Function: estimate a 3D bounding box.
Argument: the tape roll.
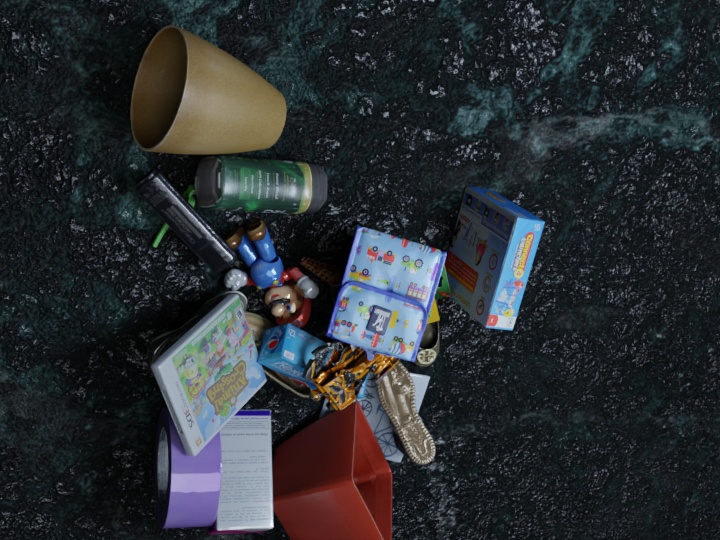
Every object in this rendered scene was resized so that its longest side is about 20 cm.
[{"bbox_3d":[-0.295,0.332,1.605,0.084,0.200,0.201,4,108,-19],"label":"tape roll"}]

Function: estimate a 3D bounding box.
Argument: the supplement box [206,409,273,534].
[{"bbox_3d":[-0.210,0.350,1.640,0.103,0.101,0.201,2,70,-19],"label":"supplement box"}]

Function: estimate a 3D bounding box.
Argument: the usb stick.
[{"bbox_3d":[-0.277,-0.076,1.514,0.055,0.033,0.200,-29,116,26],"label":"usb stick"}]

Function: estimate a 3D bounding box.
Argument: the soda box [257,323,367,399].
[{"bbox_3d":[-0.079,0.163,1.642,0.200,0.068,0.064,32,57,-36],"label":"soda box"}]

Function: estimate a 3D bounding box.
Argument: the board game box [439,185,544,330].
[{"bbox_3d":[0.223,-0.025,1.648,0.056,0.200,0.197,7,108,-22],"label":"board game box"}]

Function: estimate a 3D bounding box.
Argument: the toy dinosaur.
[{"bbox_3d":[0.000,0.000,1.646,0.199,0.102,0.136,-7,131,-39],"label":"toy dinosaur"}]

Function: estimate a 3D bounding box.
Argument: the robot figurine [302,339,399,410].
[{"bbox_3d":[-0.005,0.151,1.588,0.200,0.058,0.145,-43,132,-10],"label":"robot figurine"}]

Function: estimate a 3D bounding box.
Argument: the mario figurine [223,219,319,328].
[{"bbox_3d":[-0.151,0.020,1.584,0.106,0.123,0.201,-41,114,-24],"label":"mario figurine"}]

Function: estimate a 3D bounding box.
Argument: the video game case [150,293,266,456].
[{"bbox_3d":[-0.237,0.166,1.524,0.200,0.022,0.183,-46,132,-42],"label":"video game case"}]

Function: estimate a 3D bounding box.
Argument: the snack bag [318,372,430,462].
[{"bbox_3d":[0.015,0.266,1.785,0.199,0.021,0.190,13,104,-19],"label":"snack bag"}]

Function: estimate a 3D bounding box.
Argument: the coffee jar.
[{"bbox_3d":[-0.156,-0.135,1.513,0.199,0.104,0.086,0,91,-32],"label":"coffee jar"}]

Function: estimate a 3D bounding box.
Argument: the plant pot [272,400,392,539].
[{"bbox_3d":[-0.057,0.390,1.705,0.175,0.200,0.200,-17,122,13],"label":"plant pot"}]

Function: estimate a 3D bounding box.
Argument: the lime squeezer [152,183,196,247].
[{"bbox_3d":[-0.266,-0.112,1.548,0.199,0.038,0.071,-29,148,-7],"label":"lime squeezer"}]

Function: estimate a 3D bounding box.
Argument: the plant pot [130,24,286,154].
[{"bbox_3d":[-0.220,-0.254,1.442,0.199,0.186,0.187,9,107,-38],"label":"plant pot"}]

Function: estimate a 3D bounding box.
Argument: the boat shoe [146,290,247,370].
[{"bbox_3d":[-0.272,0.108,1.584,0.199,0.057,0.067,-32,119,11],"label":"boat shoe"}]

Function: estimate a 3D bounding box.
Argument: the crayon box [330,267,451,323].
[{"bbox_3d":[0.060,0.053,1.641,0.199,0.051,0.127,-17,142,3],"label":"crayon box"}]

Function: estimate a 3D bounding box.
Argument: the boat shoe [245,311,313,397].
[{"bbox_3d":[-0.152,0.147,1.660,0.073,0.063,0.200,-46,117,2],"label":"boat shoe"}]

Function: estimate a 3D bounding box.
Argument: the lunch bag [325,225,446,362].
[{"bbox_3d":[0.037,0.047,1.531,0.150,0.094,0.201,16,87,-2],"label":"lunch bag"}]

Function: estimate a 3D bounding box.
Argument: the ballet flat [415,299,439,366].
[{"bbox_3d":[0.119,0.090,1.740,0.067,0.046,0.201,-5,111,-16],"label":"ballet flat"}]

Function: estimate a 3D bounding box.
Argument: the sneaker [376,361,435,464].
[{"bbox_3d":[0.078,0.264,1.762,0.070,0.109,0.201,-21,82,-6],"label":"sneaker"}]
